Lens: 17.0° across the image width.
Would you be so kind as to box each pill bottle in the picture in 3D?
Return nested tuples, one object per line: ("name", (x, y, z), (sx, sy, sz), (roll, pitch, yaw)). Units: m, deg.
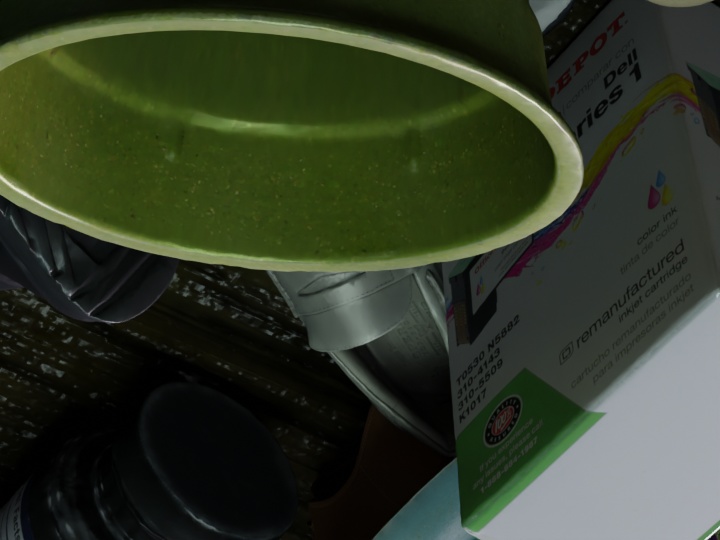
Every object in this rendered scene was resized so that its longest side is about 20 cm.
("pill bottle", (-0.120, 0.143, 1.083), (0.112, 0.112, 0.200), (27, 124, -27))

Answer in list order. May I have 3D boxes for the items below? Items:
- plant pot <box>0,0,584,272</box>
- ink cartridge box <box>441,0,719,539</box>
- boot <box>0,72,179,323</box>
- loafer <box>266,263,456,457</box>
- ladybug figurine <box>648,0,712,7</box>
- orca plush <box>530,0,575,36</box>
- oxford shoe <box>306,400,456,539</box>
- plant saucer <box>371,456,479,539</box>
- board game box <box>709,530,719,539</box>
("plant pot", (-0.025, -0.121, 0.778), (0.200, 0.190, 0.200), (3, 160, 1))
("ink cartridge box", (0.106, 0.002, 0.920), (0.084, 0.200, 0.145), (28, 124, -24))
("boot", (-0.167, -0.065, 0.869), (0.168, 0.076, 0.200), (6, 135, 51))
("loafer", (0.000, 0.000, 0.990), (0.070, 0.070, 0.200), (-22, 130, 25))
("ladybug figurine", (0.101, -0.177, 0.788), (0.136, 0.072, 0.200), (-33, 136, -24))
("orca plush", (-0.021, -0.092, 0.907), (0.200, 0.105, 0.071), (-21, 171, -10))
("oxford shoe", (0.004, 0.130, 1.128), (0.071, 0.071, 0.200), (27, 128, 6))
("plant saucer", (0.044, 0.135, 1.062), (0.200, 0.027, 0.200), (-39, 157, -20))
("board game box", (0.125, 0.134, 1.070), (0.120, 0.032, 0.200), (-19, 171, 26))
